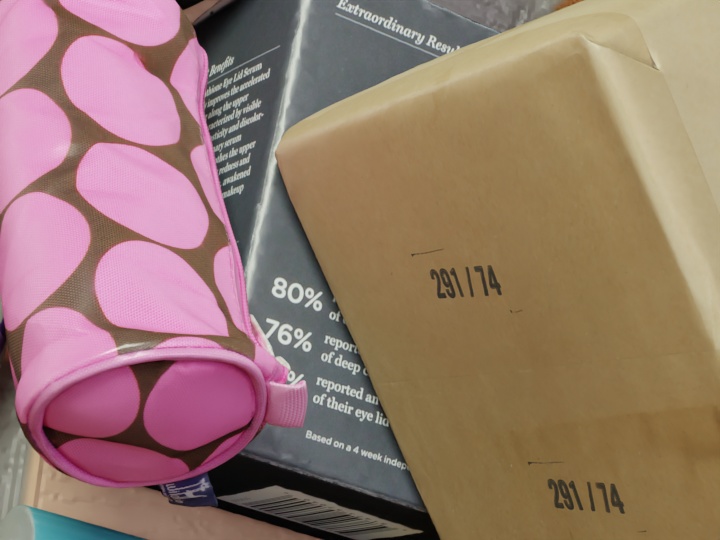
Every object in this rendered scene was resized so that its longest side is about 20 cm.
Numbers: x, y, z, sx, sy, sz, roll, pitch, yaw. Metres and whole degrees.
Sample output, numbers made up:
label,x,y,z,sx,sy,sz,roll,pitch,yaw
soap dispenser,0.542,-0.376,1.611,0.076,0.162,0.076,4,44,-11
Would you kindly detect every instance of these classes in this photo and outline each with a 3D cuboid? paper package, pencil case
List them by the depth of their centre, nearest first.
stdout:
label,x,y,z,sx,sy,sz,roll,pitch,yaw
paper package,0.088,0.006,0.761,0.103,0.200,0.191,-26,96,-32
pencil case,-0.082,-0.020,0.792,0.094,0.091,0.200,-10,52,-7

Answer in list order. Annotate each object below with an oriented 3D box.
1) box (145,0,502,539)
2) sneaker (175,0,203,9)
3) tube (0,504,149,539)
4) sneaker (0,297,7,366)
label,x,y,z,sx,sy,sz,roll,pitch,yaw
box,0.000,0.000,0.888,0.148,0.104,0.200,21,70,-26
sneaker,-0.028,-0.174,0.866,0.088,0.200,0.076,64,14,-1
tube,-0.047,0.141,0.863,0.200,0.077,0.050,21,26,-27
sneaker,-0.158,0.029,0.784,0.081,0.083,0.200,38,45,-17
